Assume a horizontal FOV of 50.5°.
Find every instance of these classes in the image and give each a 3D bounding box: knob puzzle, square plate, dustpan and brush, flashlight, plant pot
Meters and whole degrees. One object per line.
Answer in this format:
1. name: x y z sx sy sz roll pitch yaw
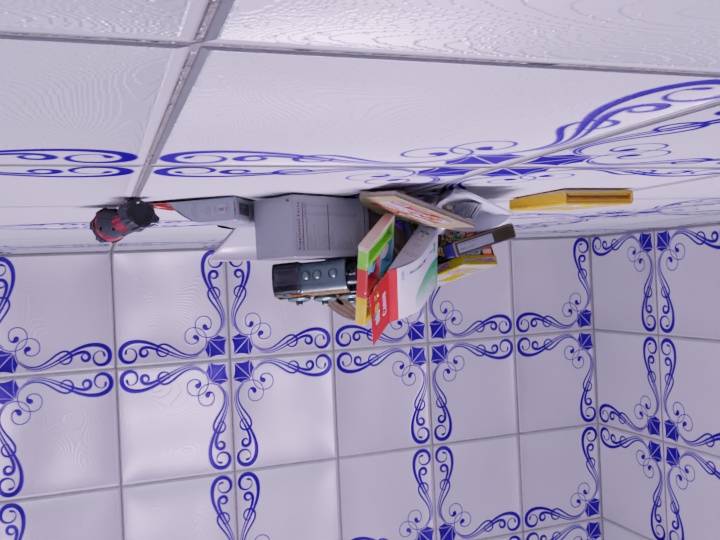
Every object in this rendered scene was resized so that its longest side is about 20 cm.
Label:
1. knob puzzle: 0.085 -0.117 1.373 0.217 0.031 0.220 15 176 1
2. square plate: -0.198 -0.081 1.613 0.198 0.029 0.198 -3 152 -41
3. dustpan and brush: 0.173 -0.098 1.447 0.138 0.058 0.199 20 170 -26
4. flashlight: -0.425 -0.091 1.355 0.067 0.069 0.199 -29 -170 -31
5. plant pot: 0.000 0.000 1.577 0.199 0.174 0.201 32 157 15

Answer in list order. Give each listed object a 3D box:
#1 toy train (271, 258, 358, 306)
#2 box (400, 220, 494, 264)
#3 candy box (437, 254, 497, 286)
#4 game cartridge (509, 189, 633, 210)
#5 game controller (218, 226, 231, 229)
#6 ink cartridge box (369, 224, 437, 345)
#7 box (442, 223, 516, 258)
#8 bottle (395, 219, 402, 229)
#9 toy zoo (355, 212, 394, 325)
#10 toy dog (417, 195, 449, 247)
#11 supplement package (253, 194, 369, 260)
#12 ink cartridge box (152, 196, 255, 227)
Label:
1. toy train: -0.076 0.018 1.444 0.197 0.087 0.114 -4 169 9
2. box: 0.191 -0.077 1.685 0.197 0.138 0.038 -3 156 -27
3. candy box: 0.192 0.003 1.649 0.101 0.027 0.199 2 165 -35
4. game cartridge: 0.430 -0.142 1.584 0.174 0.033 0.200 -2 179 -23
5. game controller: -0.246 -0.106 1.714 0.103 0.043 0.199 -3 179 -33
6. ink cartridge box: 0.087 0.036 1.474 0.050 0.201 0.162 20 144 21
7. box: 0.231 -0.057 1.531 0.120 0.033 0.200 -19 179 -2
8. bottle: 0.105 -0.086 1.778 0.082 0.066 0.200 3 -165 -9
9. toy zoo: 0.027 0.010 1.417 0.020 0.202 0.131 15 -145 19
10. toy dog: 0.182 -0.098 1.569 0.130 0.098 0.200 -3 180 -1
11. supplement package: -0.088 -0.077 1.419 0.109 0.116 0.199 -4 178 43
12. ink cartridge box: -0.293 -0.102 1.417 0.197 0.058 0.162 -7 179 12
